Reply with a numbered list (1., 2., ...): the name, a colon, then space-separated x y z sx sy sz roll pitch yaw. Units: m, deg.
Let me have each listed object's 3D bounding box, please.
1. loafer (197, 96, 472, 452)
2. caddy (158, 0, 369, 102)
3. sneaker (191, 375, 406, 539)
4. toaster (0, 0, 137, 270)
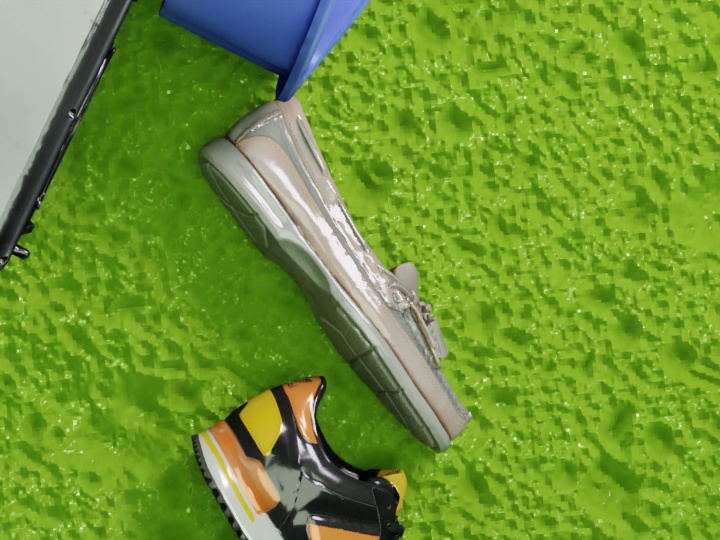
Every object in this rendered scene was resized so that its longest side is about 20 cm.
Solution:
1. loafer: 0.000 0.000 1.399 0.063 0.072 0.200 -40 96 -13
2. caddy: -0.024 -0.185 1.345 0.105 0.141 0.201 20 90 -6
3. sneaker: -0.002 0.148 1.404 0.090 0.070 0.200 -34 97 -3
4. toaster: -0.188 -0.086 1.303 0.118 0.181 0.201 25 88 -8
